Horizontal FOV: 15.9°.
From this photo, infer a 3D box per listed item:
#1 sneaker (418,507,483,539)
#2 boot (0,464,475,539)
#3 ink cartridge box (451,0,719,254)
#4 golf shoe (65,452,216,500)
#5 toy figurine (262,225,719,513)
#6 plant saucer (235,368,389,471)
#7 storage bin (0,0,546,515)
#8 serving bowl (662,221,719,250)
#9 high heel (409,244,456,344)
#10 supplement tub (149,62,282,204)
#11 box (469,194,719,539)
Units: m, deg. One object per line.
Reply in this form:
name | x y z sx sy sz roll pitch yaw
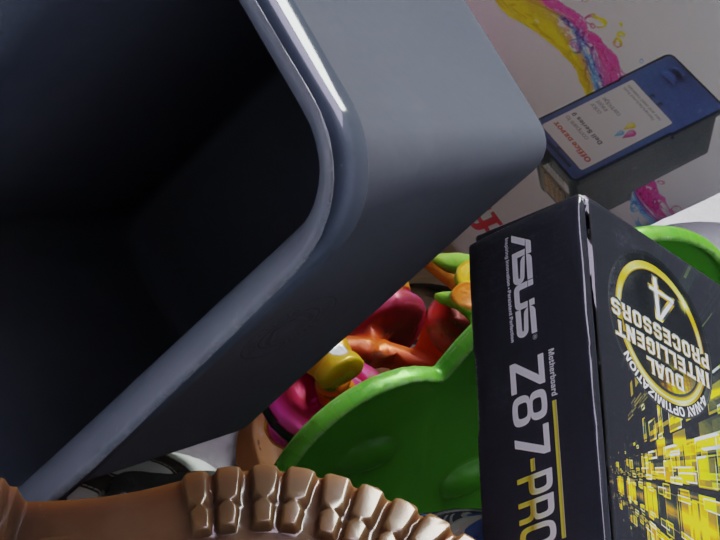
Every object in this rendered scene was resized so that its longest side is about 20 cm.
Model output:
sneaker | 0.060 0.109 0.824 0.085 0.078 0.200 7 -13 37
boot | -0.050 0.111 0.683 0.198 0.108 0.075 3 44 4
ink cartridge box | 0.098 -0.099 0.982 0.146 0.199 0.088 54 33 -19
golf shoe | -0.121 0.074 0.792 0.094 0.078 0.199 44 29 27
toy figurine | 0.000 0.000 0.909 0.199 0.151 0.184 -16 47 -33
plant saucer | 0.048 0.093 0.975 0.199 0.032 0.201 23 27 -12
storage bin | -0.055 -0.025 0.731 0.134 0.200 0.146 -8 62 -53
serving bowl | 0.170 0.051 0.990 0.200 0.200 0.066 37 67 14
high heel | 0.055 0.012 1.052 0.142 0.072 0.200 26 14 22
supplement tub | -0.059 -0.114 0.811 0.121 0.201 0.123 -4 53 5
box | 0.111 0.089 0.770 0.200 0.049 0.162 31 49 -42
